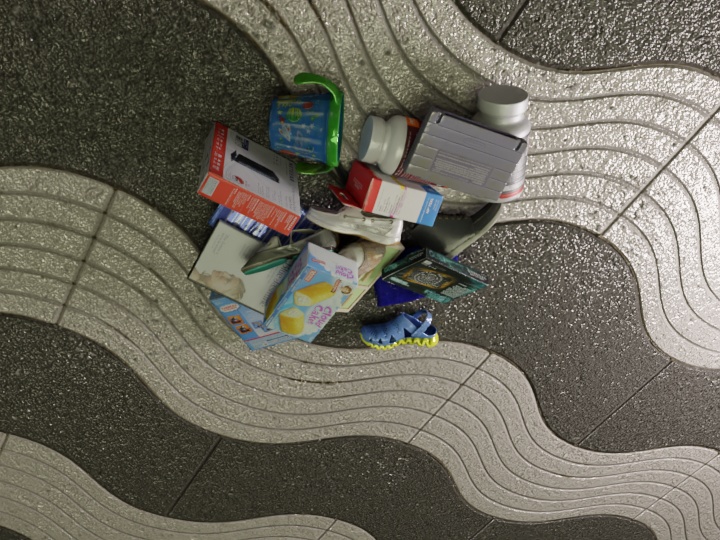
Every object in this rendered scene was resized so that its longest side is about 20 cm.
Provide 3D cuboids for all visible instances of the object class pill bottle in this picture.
[{"bbox_3d":[0.268,-0.245,1.215,0.114,0.116,0.202,-6,127,-4],"label":"pill bottle"},{"bbox_3d":[0.102,-0.231,1.202,0.197,0.114,0.114,11,124,-16],"label":"pill bottle"}]

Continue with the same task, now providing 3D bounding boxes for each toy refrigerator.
[{"bbox_3d":[0.000,0.000,1.349,0.200,0.070,0.076,-48,154,18],"label":"toy refrigerator"}]

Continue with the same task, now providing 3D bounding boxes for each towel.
[{"bbox_3d":[-0.192,-0.097,1.275,0.199,0.024,0.145,35,100,-21],"label":"towel"},{"bbox_3d":[0.126,0.012,1.424,0.197,0.050,0.149,-11,126,0],"label":"towel"}]

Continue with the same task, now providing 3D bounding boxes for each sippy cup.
[{"bbox_3d":[-0.099,-0.264,1.147,0.128,0.140,0.180,6,102,0],"label":"sippy cup"}]

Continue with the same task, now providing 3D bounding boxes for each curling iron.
[{"bbox_3d":[-0.006,-0.165,1.290,0.049,0.026,0.200,-33,125,12],"label":"curling iron"}]

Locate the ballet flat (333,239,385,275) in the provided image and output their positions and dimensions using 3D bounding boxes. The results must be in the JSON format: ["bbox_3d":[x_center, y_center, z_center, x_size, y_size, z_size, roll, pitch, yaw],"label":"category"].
[{"bbox_3d":[-0.041,-0.013,1.289,0.198,0.069,0.067,-25,166,25],"label":"ballet flat"}]

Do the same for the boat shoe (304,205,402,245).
[{"bbox_3d":[-0.011,-0.108,1.253,0.197,0.071,0.070,14,108,0],"label":"boat shoe"}]

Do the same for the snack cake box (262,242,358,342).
[{"bbox_3d":[-0.102,0.048,1.254,0.114,0.068,0.200,22,129,-21],"label":"snack cake box"}]

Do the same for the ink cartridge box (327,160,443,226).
[{"bbox_3d":[0.047,-0.155,1.227,0.198,0.116,0.068,11,112,-25],"label":"ink cartridge box"}]

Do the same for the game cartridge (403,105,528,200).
[{"bbox_3d":[0.189,-0.208,1.141,0.198,0.039,0.130,14,127,-17],"label":"game cartridge"}]

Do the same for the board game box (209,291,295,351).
[{"bbox_3d":[-0.225,0.098,1.416,0.149,0.037,0.201,-16,137,12],"label":"board game box"}]

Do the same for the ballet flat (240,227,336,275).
[{"bbox_3d":[-0.148,-0.044,1.256,0.197,0.065,0.067,-15,172,-10],"label":"ballet flat"}]

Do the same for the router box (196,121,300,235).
[{"bbox_3d":[-0.201,-0.171,1.149,0.178,0.201,0.049,25,120,-25],"label":"router box"}]

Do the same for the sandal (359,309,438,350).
[{"bbox_3d":[0.095,0.136,1.498,0.197,0.080,0.088,-4,124,-15],"label":"sandal"}]

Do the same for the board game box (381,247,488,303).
[{"bbox_3d":[0.160,0.015,1.341,0.199,0.029,0.135,22,147,-37],"label":"board game box"}]

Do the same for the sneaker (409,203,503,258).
[{"bbox_3d":[0.206,-0.106,1.336,0.199,0.075,0.107,-40,96,1],"label":"sneaker"}]

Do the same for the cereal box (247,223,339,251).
[{"bbox_3d":[-0.157,-0.031,1.356,0.197,0.040,0.145,10,123,-14],"label":"cereal box"}]

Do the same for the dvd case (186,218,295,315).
[{"bbox_3d":[-0.236,0.000,1.289,0.198,0.018,0.144,27,105,-21],"label":"dvd case"}]
